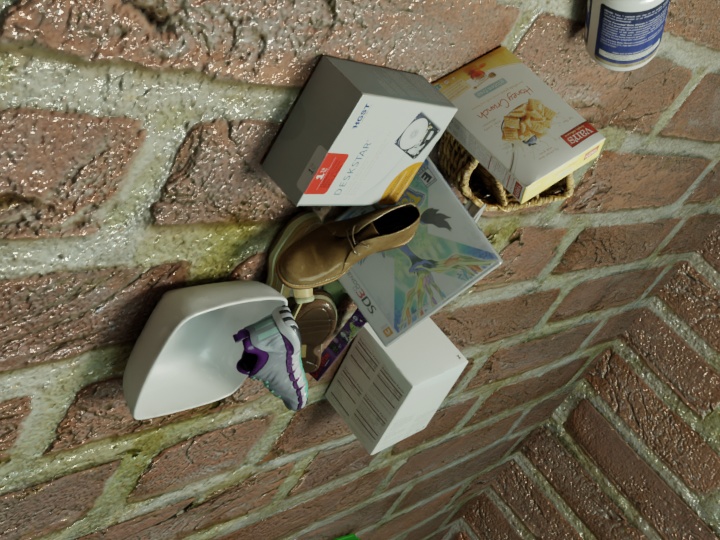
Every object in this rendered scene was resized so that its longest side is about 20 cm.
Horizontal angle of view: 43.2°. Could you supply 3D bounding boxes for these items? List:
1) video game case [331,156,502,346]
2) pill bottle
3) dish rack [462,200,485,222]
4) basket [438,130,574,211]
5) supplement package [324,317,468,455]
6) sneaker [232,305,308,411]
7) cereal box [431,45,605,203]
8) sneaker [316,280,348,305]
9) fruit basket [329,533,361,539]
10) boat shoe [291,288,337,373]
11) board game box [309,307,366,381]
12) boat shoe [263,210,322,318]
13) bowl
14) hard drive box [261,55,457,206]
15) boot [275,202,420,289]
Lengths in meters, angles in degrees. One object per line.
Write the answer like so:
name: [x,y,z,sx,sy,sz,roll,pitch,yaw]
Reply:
video game case: [0.059,-0.027,1.223,0.199,0.183,0.022,-37,177,15]
pill bottle: [0.367,-0.376,1.241,0.111,0.111,0.200,-38,155,-8]
dish rack: [0.105,-0.011,1.357,0.200,0.043,0.172,-50,170,-27]
basket: [0.210,-0.151,1.322,0.142,0.149,0.200,-41,156,-3]
supplement package: [0.062,0.197,1.656,0.151,0.151,0.201,-17,146,-42]
sneaker: [-0.123,0.127,1.211,0.087,0.075,0.201,-20,139,-15]
cereal box: [0.196,-0.192,1.173,0.143,0.200,0.040,-31,154,-22]
sneaker: [0.000,0.000,1.313,0.067,0.090,0.201,-33,156,-42]
fruit basket: [-0.061,0.852,2.511,0.215,0.155,0.217,-39,146,-32]
boat shoe: [-0.082,0.075,1.351,0.074,0.076,0.203,5,146,-14]
board game box: [-0.007,0.082,1.420,0.120,0.032,0.200,-43,173,-45]
boat shoe: [-0.086,0.014,1.229,0.071,0.076,0.201,-15,141,-40]
bowl: [-0.209,0.089,1.173,0.199,0.075,0.201,-9,140,-51]
hard drive box: [0.001,-0.159,1.086,0.199,0.077,0.157,-6,137,-52]
boot: [-0.014,-0.039,1.142,0.198,0.074,0.075,-24,174,-16]
